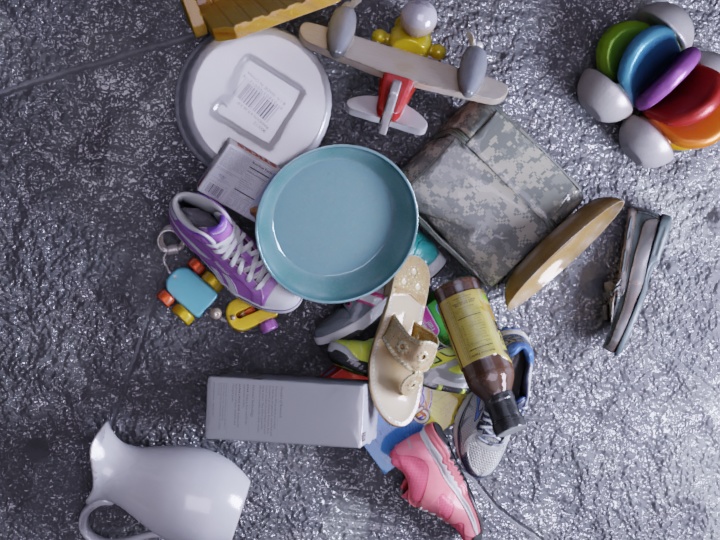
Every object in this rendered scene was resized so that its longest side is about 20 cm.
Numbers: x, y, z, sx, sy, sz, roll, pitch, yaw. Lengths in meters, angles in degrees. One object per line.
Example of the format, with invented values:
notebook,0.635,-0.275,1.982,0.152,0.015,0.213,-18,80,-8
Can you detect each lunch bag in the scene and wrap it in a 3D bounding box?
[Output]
lunch bag,0.150,-0.097,1.577,0.200,0.139,0.168,43,82,-13

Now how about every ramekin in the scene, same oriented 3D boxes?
ramekin,-0.128,-0.208,1.541,0.200,0.098,0.201,-1,96,-10

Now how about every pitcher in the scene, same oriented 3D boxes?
pitcher,-0.252,0.295,1.579,0.199,0.121,0.172,18,113,0

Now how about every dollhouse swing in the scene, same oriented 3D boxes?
dollhouse swing,-0.126,-0.377,1.483,0.199,0.176,0.182,-20,100,-6

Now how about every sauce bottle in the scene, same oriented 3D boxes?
sauce bottle,0.151,0.107,1.547,0.064,0.065,0.201,-17,73,-7

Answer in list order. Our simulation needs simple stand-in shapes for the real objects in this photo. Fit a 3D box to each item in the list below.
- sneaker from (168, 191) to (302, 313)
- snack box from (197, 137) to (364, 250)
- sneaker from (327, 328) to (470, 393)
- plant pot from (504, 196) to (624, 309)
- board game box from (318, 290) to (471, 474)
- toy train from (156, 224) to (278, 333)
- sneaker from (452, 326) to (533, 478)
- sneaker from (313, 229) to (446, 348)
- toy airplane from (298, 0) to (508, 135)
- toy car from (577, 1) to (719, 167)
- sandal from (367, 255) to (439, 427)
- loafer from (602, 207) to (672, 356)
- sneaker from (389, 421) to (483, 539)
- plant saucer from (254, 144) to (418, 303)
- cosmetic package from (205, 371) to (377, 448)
sneaker,-0.152,-0.021,1.506,0.200,0.114,0.073,36,79,-1
snack box,-0.095,-0.081,1.515,0.200,0.024,0.072,30,109,-22
sneaker,0.052,0.105,1.585,0.199,0.075,0.077,11,87,-21
plant pot,0.253,-0.027,1.585,0.200,0.200,0.028,-41,77,-3
board game box,0.066,0.147,1.643,0.200,0.040,0.153,-37,101,-4
toy train,-0.159,0.005,1.587,0.199,0.056,0.151,3,81,-5
sneaker,0.173,0.173,1.600,0.077,0.085,0.201,13,95,-11
sneaker,0.000,0.000,1.593,0.200,0.084,0.121,-37,103,-8
toy airplane,0.052,-0.255,1.498,0.199,0.199,0.141,-12,134,-36
toy car,0.392,-0.237,1.598,0.175,0.150,0.200,-45,101,-2
sandal,0.062,0.080,1.512,0.077,0.070,0.213,14,73,-26
loafer,0.355,0.012,1.671,0.063,0.072,0.201,21,86,9
sneaker,0.097,0.288,1.642,0.087,0.074,0.201,-24,118,3
plant saucer,-0.030,-0.059,1.502,0.199,0.036,0.201,-4,112,-11
cosmetic package,-0.082,0.172,1.553,0.199,0.113,0.082,1,89,9
